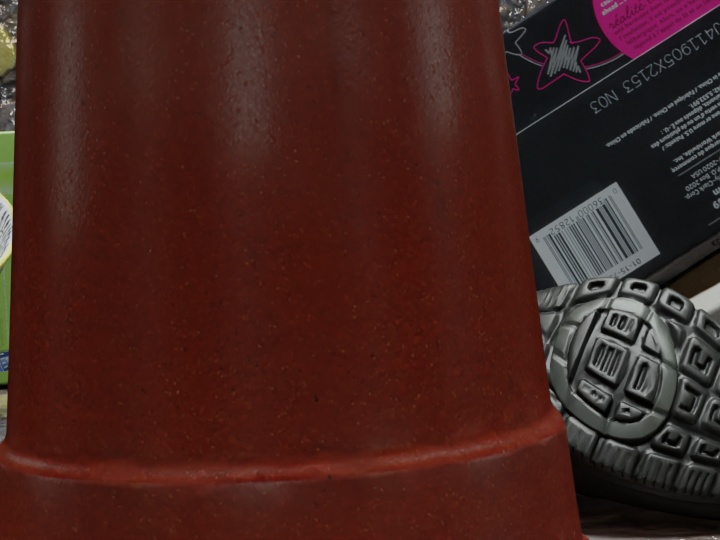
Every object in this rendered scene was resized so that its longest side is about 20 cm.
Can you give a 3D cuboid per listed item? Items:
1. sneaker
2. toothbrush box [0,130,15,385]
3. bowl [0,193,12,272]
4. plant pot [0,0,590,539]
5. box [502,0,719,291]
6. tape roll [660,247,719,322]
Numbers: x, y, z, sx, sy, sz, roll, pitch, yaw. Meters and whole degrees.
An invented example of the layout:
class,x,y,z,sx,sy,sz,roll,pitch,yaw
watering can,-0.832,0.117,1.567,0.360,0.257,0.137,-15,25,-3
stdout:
class,x,y,z,sx,sy,sz,roll,pitch,yaw
sneaker,0.068,0.047,0.780,0.199,0.076,0.091,21,-28,29
toothbrush box,-0.237,-0.007,1.237,0.199,0.147,0.086,-6,5,-28
bowl,-0.275,0.019,1.090,0.199,0.095,0.201,3,28,-2
plant pot,-0.027,0.001,0.661,0.199,0.197,0.201,-3,4,0
box,0.137,-0.074,0.963,0.199,0.133,0.115,-33,-2,5
tape roll,0.168,0.008,0.884,0.202,0.037,0.203,-32,2,1
